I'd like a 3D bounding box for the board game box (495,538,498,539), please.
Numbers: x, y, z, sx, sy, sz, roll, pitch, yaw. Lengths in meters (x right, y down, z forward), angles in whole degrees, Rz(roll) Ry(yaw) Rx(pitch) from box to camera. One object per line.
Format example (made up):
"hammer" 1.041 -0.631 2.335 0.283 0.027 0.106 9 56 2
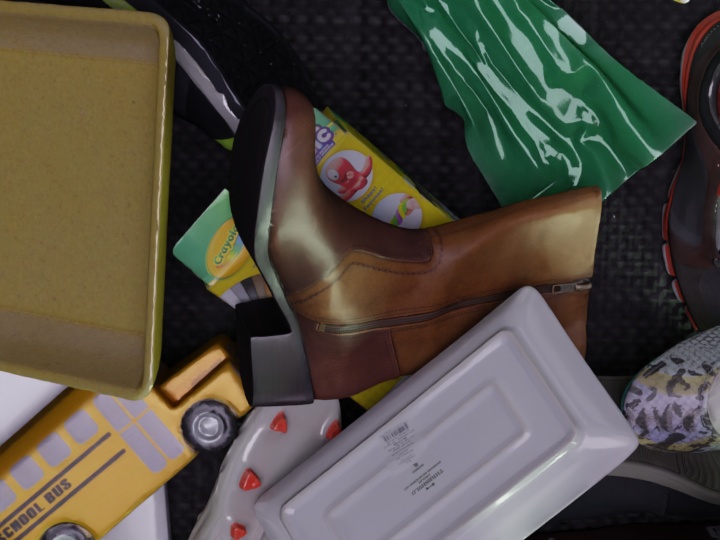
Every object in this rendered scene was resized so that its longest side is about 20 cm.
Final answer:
"board game box" 0.022 0.207 1.023 0.026 0.201 0.200 15 129 -38

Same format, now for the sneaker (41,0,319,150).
"sneaker" -0.106 -0.122 1.051 0.200 0.072 0.083 47 131 -12

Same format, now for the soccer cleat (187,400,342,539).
"soccer cleat" -0.067 0.145 1.075 0.069 0.078 0.201 11 105 -28

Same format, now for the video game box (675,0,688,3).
"video game box" 0.084 -0.213 0.964 0.199 0.182 0.047 33 103 -6

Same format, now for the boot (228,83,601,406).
"boot" 0.035 -0.018 0.978 0.198 0.069 0.190 -8 115 -13

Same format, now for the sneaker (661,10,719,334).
"sneaker" 0.209 -0.041 1.045 0.076 0.082 0.202 -7 103 1

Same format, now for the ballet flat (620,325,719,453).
"ballet flat" 0.241 0.059 1.038 0.199 0.072 0.073 -12 101 -22

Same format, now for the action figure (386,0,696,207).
"action figure" 0.078 -0.122 1.045 0.118 0.055 0.200 -39 91 8

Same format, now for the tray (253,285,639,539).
"tray" 0.037 0.106 0.974 0.200 0.022 0.108 -40 65 14

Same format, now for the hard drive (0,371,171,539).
"hard drive" -0.179 0.128 1.105 0.131 0.027 0.202 -3 101 0

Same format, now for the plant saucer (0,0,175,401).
"plant saucer" -0.175 -0.045 1.027 0.199 0.048 0.202 9 100 31

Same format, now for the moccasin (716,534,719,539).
"moccasin" 0.188 0.219 0.930 0.073 0.078 0.203 14 100 -3

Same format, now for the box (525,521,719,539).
"box" 0.174 0.263 1.061 0.165 0.164 0.202 -5 101 1

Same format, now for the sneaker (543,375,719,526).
"sneaker" 0.142 0.113 1.090 0.199 0.075 0.106 14 144 -24

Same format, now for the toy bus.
"toy bus" -0.148 0.105 1.055 0.200 0.065 0.078 -41 97 7

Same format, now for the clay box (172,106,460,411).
"clay box" 0.000 0.000 1.041 0.200 0.048 0.115 40 98 -26
